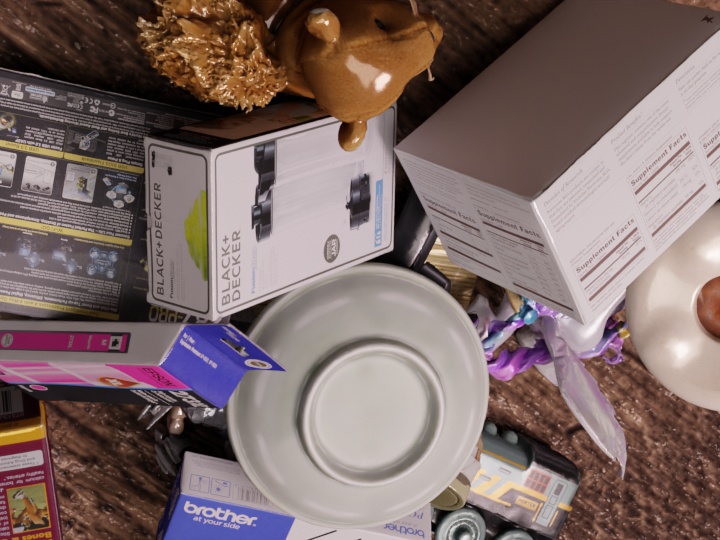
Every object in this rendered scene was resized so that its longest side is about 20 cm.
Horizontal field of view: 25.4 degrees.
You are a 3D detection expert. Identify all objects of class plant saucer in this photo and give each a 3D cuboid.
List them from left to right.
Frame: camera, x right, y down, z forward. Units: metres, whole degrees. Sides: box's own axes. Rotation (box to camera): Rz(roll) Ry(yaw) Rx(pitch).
[{"bbox_3d":[0.004,0.097,1.143,0.198,0.050,0.202,-4,103,-15],"label":"plant saucer"}]

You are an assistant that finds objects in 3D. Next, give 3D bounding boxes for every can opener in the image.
[{"bbox_3d":[0.047,-0.033,1.191,0.078,0.063,0.201,22,99,4],"label":"can opener"}]

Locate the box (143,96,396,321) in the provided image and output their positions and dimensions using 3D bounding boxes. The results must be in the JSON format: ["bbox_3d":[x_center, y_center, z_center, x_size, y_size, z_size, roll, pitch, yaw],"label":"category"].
[{"bbox_3d":[-0.057,-0.049,1.086,0.199,0.060,0.118,-20,118,-50],"label":"box"}]

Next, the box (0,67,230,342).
[{"bbox_3d":[-0.178,-0.041,1.102,0.198,0.049,0.163,10,84,-21],"label":"box"}]

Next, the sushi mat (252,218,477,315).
[{"bbox_3d":[0.000,0.000,1.234,0.198,0.012,0.096,7,117,-19],"label":"sushi mat"}]

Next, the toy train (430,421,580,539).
[{"bbox_3d":[0.087,0.178,1.324,0.199,0.085,0.115,25,93,-22],"label":"toy train"}]

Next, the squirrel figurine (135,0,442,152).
[{"bbox_3d":[-0.042,-0.145,1.034,0.198,0.187,0.143,-14,122,-6],"label":"squirrel figurine"}]

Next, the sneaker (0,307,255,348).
[{"bbox_3d":[-0.177,0.036,1.187,0.198,0.075,0.088,6,132,-12],"label":"sneaker"}]

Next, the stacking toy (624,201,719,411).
[{"bbox_3d":[0.281,0.010,1.171,0.145,0.200,0.148,4,103,20],"label":"stacking toy"}]

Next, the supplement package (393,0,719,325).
[{"bbox_3d":[0.155,-0.087,1.103,0.200,0.155,0.111,-41,125,-17],"label":"supplement package"}]

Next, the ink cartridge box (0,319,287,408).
[{"bbox_3d":[-0.158,0.063,1.085,0.198,0.037,0.095,-2,157,23],"label":"ink cartridge box"}]

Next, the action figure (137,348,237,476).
[{"bbox_3d":[-0.088,0.129,1.256,0.130,0.070,0.200,-32,119,11],"label":"action figure"}]

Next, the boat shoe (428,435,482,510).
[{"bbox_3d":[0.014,0.101,1.224,0.200,0.069,0.074,42,146,-23],"label":"boat shoe"}]

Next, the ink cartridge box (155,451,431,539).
[{"bbox_3d":[-0.053,0.204,1.239,0.198,0.044,0.094,13,132,-11],"label":"ink cartridge box"}]

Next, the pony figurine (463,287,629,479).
[{"bbox_3d":[0.162,0.039,1.234,0.193,0.167,0.200,43,93,-15],"label":"pony figurine"}]

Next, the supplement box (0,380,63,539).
[{"bbox_3d":[-0.287,0.183,1.224,0.109,0.086,0.202,-7,121,-11],"label":"supplement box"}]
